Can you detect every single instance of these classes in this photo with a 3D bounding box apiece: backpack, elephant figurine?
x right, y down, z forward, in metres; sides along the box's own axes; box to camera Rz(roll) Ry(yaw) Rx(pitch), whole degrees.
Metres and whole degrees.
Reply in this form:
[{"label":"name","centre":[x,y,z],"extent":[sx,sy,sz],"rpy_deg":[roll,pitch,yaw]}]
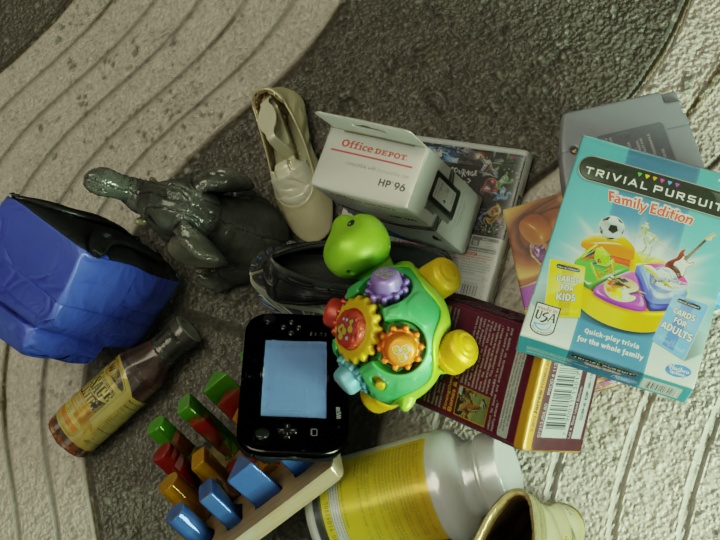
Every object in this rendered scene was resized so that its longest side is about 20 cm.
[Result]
[{"label":"backpack","centre":[-0.325,0.016,1.408],"extent":[0.162,0.200,0.168],"rpy_deg":[38,101,27]},{"label":"elephant figurine","centre":[-0.176,-0.055,1.356],"extent":[0.155,0.200,0.142],"rpy_deg":[-29,63,14]}]

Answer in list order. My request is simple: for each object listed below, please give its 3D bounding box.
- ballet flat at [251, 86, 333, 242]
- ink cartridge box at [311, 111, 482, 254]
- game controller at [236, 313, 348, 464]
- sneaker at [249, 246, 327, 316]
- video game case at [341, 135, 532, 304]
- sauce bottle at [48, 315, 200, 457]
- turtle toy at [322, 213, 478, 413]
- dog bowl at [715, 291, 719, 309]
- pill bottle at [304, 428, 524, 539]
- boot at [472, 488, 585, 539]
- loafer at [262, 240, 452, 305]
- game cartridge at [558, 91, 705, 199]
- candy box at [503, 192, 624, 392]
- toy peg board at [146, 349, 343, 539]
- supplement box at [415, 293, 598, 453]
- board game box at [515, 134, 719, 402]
[{"label":"ballet flat","centre":[-0.084,-0.127,1.414],"extent":[0.069,0.069,0.200],"rpy_deg":[-24,65,16]},{"label":"ink cartridge box","centre":[0.031,-0.086,1.244],"extent":[0.116,0.200,0.068],"rpy_deg":[15,81,29]},{"label":"game controller","centre":[-0.064,0.110,1.201],"extent":[0.104,0.042,0.200],"rpy_deg":[-4,38,2]},{"label":"sneaker","centre":[-0.025,0.042,1.334],"extent":[0.200,0.085,0.077],"rpy_deg":[26,60,9]},{"label":"video game case","centre":[0.071,-0.056,1.344],"extent":[0.200,0.023,0.182],"rpy_deg":[11,79,28]},{"label":"sauce bottle","centre":[-0.270,0.130,1.421],"extent":[0.200,0.066,0.066],"rpy_deg":[-43,61,6]},{"label":"turtle toy","centre":[0.020,0.039,1.176],"extent":[0.146,0.101,0.201],"rpy_deg":[-34,58,41]},{"label":"dog bowl","centre":[0.312,-0.012,1.163],"extent":[0.199,0.050,0.112],"rpy_deg":[-4,68,2]},{"label":"pill bottle","centre":[0.054,0.220,1.212],"extent":[0.200,0.112,0.112],"rpy_deg":[-18,67,20]},{"label":"boot","centre":[0.141,0.301,1.120],"extent":[0.073,0.155,0.201],"rpy_deg":[15,81,28]},{"label":"loafer","centre":[0.000,0.000,1.269],"extent":[0.200,0.070,0.068],"rpy_deg":[-2,62,-6]},{"label":"game cartridge","centre":[0.257,-0.064,1.143],"extent":[0.133,0.040,0.201],"rpy_deg":[-11,68,-4]},{"label":"candy box","centre":[0.221,0.020,1.230],"extent":[0.116,0.056,0.201],"rpy_deg":[-17,69,18]},{"label":"toy peg board","centre":[-0.133,0.183,1.261],"extent":[0.200,0.098,0.199],"rpy_deg":[-38,22,10]},{"label":"supplement box","centre":[0.125,0.092,1.188],"extent":[0.200,0.086,0.111],"rpy_deg":[19,98,49]},{"label":"board game box","centre":[0.237,-0.005,1.077],"extent":[0.151,0.047,0.200],"rpy_deg":[17,71,9]}]
